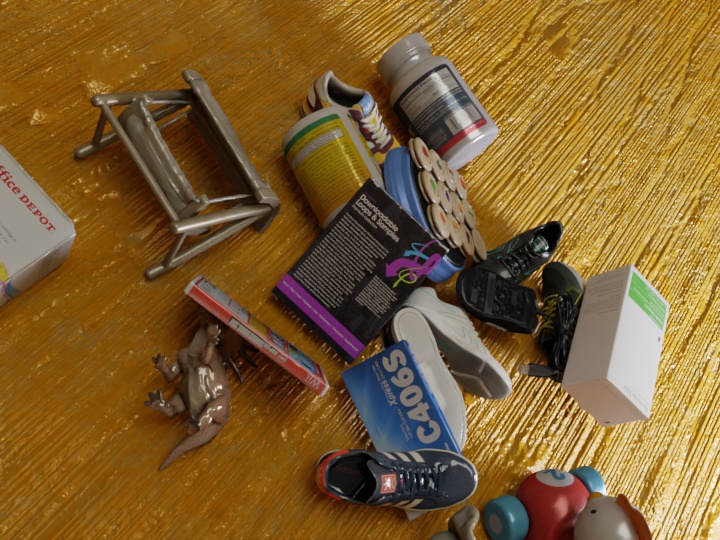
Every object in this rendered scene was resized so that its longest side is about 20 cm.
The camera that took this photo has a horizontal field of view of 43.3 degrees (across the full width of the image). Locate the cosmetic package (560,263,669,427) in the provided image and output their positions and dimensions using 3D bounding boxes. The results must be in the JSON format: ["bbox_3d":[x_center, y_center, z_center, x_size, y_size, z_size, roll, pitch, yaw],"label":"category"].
[{"bbox_3d":[0.369,0.108,1.307,0.107,0.084,0.202,39,53,-24],"label":"cosmetic package"}]

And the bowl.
[{"bbox_3d":[0.097,-0.085,1.298,0.201,0.039,0.203,50,28,-40],"label":"bowl"}]

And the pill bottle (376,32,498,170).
[{"bbox_3d":[0.115,-0.263,1.423,0.119,0.120,0.202,-27,79,-37],"label":"pill bottle"}]

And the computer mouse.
[{"bbox_3d":[0.216,0.081,1.303,0.197,0.046,0.143,14,65,-17],"label":"computer mouse"}]

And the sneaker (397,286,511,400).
[{"bbox_3d":[0.141,0.097,1.272,0.200,0.070,0.080,43,43,-4],"label":"sneaker"}]

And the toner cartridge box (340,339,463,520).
[{"bbox_3d":[0.060,0.199,1.146,0.094,0.043,0.202,-28,80,6],"label":"toner cartridge box"}]

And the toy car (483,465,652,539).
[{"bbox_3d":[0.295,0.323,1.150,0.182,0.200,0.179,-9,68,-33],"label":"toy car"}]

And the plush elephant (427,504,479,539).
[{"bbox_3d":[0.120,0.379,1.066,0.201,0.164,0.155,53,3,-34],"label":"plush elephant"}]

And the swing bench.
[{"bbox_3d":[-0.220,-0.132,1.152,0.198,0.130,0.200,-27,79,-38],"label":"swing bench"}]

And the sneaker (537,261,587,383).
[{"bbox_3d":[0.305,0.078,1.371,0.083,0.074,0.203,1,64,-28],"label":"sneaker"}]

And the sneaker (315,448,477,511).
[{"bbox_3d":[0.043,0.249,1.073,0.196,0.085,0.077,-1,82,1],"label":"sneaker"}]

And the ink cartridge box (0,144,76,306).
[{"bbox_3d":[-0.438,-0.025,0.997,0.146,0.083,0.200,46,51,1],"label":"ink cartridge box"}]

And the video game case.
[{"bbox_3d":[-0.124,0.075,1.096,0.199,0.143,0.018,38,89,-6],"label":"video game case"}]

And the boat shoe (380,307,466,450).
[{"bbox_3d":[0.080,0.152,1.210,0.073,0.060,0.203,-20,83,-28],"label":"boat shoe"}]

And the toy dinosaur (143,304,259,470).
[{"bbox_3d":[-0.178,0.135,1.066,0.135,0.084,0.204,33,61,-67],"label":"toy dinosaur"}]

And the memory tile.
[{"bbox_3d":[0.129,-0.098,1.310,0.199,0.017,0.156,25,49,-61],"label":"memory tile"}]

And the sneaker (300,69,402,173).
[{"bbox_3d":[0.006,-0.212,1.350,0.198,0.090,0.076,34,52,-9],"label":"sneaker"}]

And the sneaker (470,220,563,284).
[{"bbox_3d":[0.238,-0.021,1.386,0.199,0.079,0.076,-37,86,-37],"label":"sneaker"}]

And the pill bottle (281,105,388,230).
[{"bbox_3d":[-0.021,-0.116,1.268,0.112,0.113,0.202,-20,75,-36],"label":"pill bottle"}]

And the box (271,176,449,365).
[{"bbox_3d":[0.000,0.000,1.191,0.143,0.036,0.200,42,93,-2],"label":"box"}]
